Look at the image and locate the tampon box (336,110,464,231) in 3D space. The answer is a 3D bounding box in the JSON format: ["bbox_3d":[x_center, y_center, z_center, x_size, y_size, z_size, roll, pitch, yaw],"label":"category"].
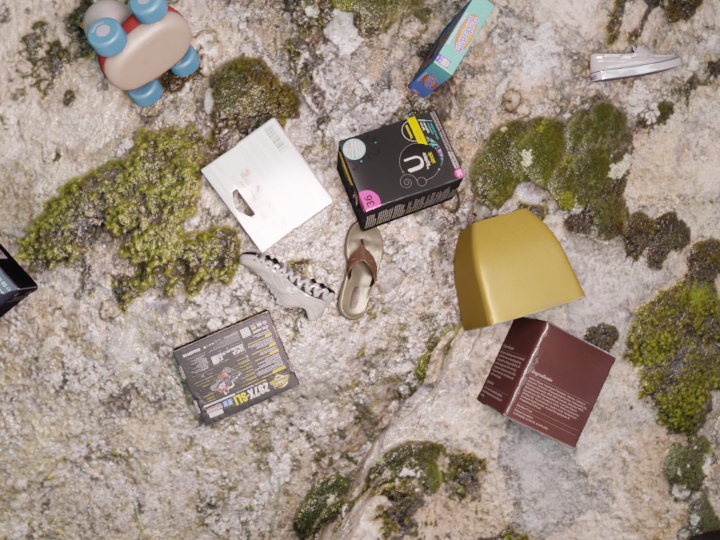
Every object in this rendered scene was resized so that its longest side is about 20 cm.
[{"bbox_3d":[0.072,-0.190,1.393,0.200,0.126,0.150,-20,77,-8],"label":"tampon box"}]

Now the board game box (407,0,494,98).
[{"bbox_3d":[0.168,-0.422,1.386,0.045,0.200,0.152,33,86,-9],"label":"board game box"}]

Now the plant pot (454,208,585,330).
[{"bbox_3d":[0.288,-0.007,1.426,0.195,0.194,0.201,-15,85,-9],"label":"plant pot"}]

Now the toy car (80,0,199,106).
[{"bbox_3d":[-0.427,-0.443,1.324,0.177,0.184,0.200,-41,69,-7],"label":"toy car"}]

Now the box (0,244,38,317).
[{"bbox_3d":[-0.728,0.021,1.282,0.198,0.123,0.200,-41,97,-5],"label":"box"}]

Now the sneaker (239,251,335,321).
[{"bbox_3d":[-0.151,0.030,1.408,0.200,0.075,0.081,29,95,-9],"label":"sneaker"}]

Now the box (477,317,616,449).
[{"bbox_3d":[0.365,0.217,1.448,0.164,0.166,0.200,27,87,-8],"label":"box"}]

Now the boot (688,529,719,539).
[{"bbox_3d":[0.822,0.645,1.583,0.203,0.073,0.154,-9,95,-3],"label":"boot"}]

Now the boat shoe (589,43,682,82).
[{"bbox_3d":[0.577,-0.440,1.519,0.199,0.074,0.066,-10,97,-10],"label":"boat shoe"}]

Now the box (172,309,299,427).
[{"bbox_3d":[-0.239,0.186,1.404,0.200,0.049,0.160,-24,97,-9],"label":"box"}]

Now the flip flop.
[{"bbox_3d":[0.000,0.000,1.436,0.081,0.058,0.201,13,89,-10],"label":"flip flop"}]

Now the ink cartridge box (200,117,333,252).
[{"bbox_3d":[-0.179,-0.163,1.410,0.176,0.045,0.200,-37,96,-8],"label":"ink cartridge box"}]
